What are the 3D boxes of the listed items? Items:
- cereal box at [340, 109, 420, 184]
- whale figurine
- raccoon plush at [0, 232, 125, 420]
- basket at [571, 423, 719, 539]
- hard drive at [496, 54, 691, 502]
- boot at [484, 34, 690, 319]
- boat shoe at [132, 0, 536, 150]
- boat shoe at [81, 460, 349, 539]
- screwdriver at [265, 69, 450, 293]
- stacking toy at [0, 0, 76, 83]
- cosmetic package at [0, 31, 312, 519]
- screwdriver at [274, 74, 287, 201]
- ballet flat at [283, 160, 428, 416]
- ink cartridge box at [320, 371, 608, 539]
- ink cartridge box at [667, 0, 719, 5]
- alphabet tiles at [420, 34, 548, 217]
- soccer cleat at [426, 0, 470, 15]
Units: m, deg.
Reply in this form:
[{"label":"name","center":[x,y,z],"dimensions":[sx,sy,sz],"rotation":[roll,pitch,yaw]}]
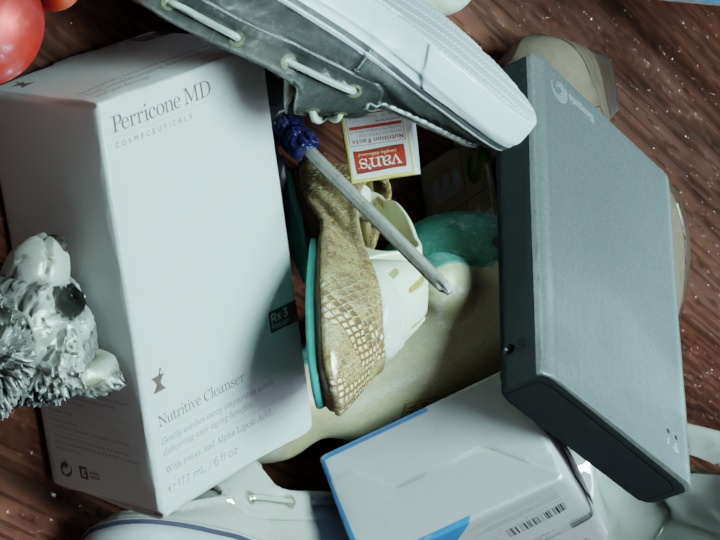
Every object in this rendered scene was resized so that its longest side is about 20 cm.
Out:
[{"label":"cereal box","center":[-0.004,-0.160,1.130],"dimensions":[0.144,0.039,0.201],"rotation":[-94,174,-66]},{"label":"whale figurine","center":[0.017,0.035,1.228],"dimensions":[0.199,0.104,0.159],"rotation":[-19,149,-26]},{"label":"raccoon plush","center":[-0.197,0.061,0.990],"dimensions":[0.200,0.097,0.134],"rotation":[-44,149,3]},{"label":"basket","center":[0.181,0.207,1.434],"dimensions":[0.201,0.135,0.123],"rotation":[-62,142,-22]},{"label":"hard drive","center":[0.120,0.003,1.199],"dimensions":[0.139,0.033,0.201],"rotation":[37,42,-40]},{"label":"boot","center":[0.124,-0.040,1.328],"dimensions":[0.146,0.070,0.201],"rotation":[-32,104,-59]},{"label":"boat shoe","center":[-0.015,-0.102,1.038],"dimensions":[0.200,0.072,0.071],"rotation":[31,108,-16]},{"label":"boat shoe","center":[-0.068,0.129,1.165],"dimensions":[0.200,0.071,0.070],"rotation":[12,61,-48]},{"label":"screwdriver","center":[-0.016,-0.049,1.073],"dimensions":[0.028,0.200,0.029],"rotation":[-32,134,-14]},{"label":"stacking toy","center":[-0.127,-0.166,1.015],"dimensions":[0.200,0.085,0.085],"rotation":[-55,136,-18]},{"label":"cosmetic package","center":[-0.096,-0.002,1.077],"dimensions":[0.113,0.081,0.201],"rotation":[-29,120,-43]},{"label":"screwdriver","center":[-0.044,-0.100,1.166],"dimensions":[0.029,0.028,0.201],"rotation":[-4,102,-80]},{"label":"ballet flat","center":[0.000,0.000,1.123],"dimensions":[0.200,0.065,0.071],"rotation":[-100,-174,-56]},{"label":"ink cartridge box","center":[0.063,0.129,1.247],"dimensions":[0.200,0.116,0.068],"rotation":[53,13,-67]},{"label":"ink cartridge box","center":[0.234,-0.247,1.284],"dimensions":[0.146,0.146,0.201],"rotation":[-7,105,-52]},{"label":"alphabet tiles","center":[0.096,-0.031,1.373],"dimensions":[0.167,0.008,0.201],"rotation":[-33,123,-43]},{"label":"soccer cleat","center":[0.029,-0.233,1.190],"dimensions":[0.078,0.069,0.201],"rotation":[-11,99,-69]}]
